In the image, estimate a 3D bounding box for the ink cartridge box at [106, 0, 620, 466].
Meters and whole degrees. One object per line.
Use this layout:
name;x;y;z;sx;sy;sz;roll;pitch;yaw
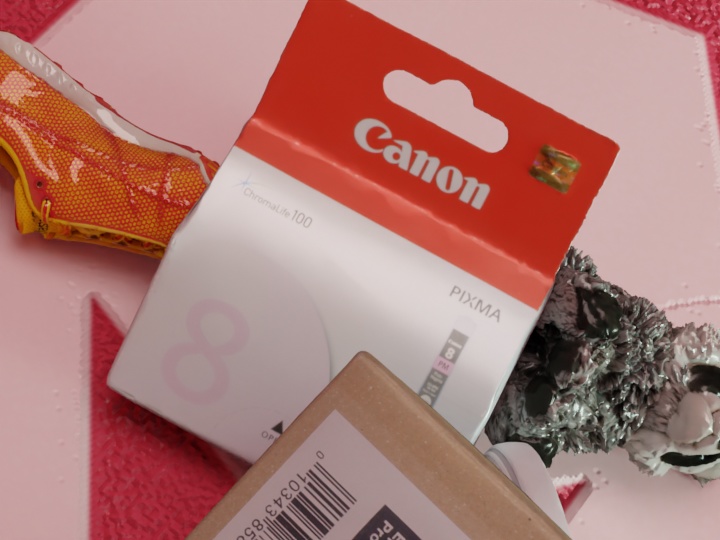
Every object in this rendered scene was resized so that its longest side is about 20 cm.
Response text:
ink cartridge box;0.000;0.000;1.219;0.162;0.201;0.057;28;18;4

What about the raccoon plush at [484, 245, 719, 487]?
raccoon plush;0.111;0.021;1.302;0.133;0.097;0.201;11;38;-38

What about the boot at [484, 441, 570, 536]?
boot;0.042;0.166;1.176;0.095;0.074;0.201;1;59;-15

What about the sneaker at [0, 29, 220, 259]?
sneaker;-0.118;-0.034;1.290;0.199;0.073;0.077;30;74;10

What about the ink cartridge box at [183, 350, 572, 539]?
ink cartridge box;-0.003;0.162;1.104;0.165;0.075;0.200;42;87;21
